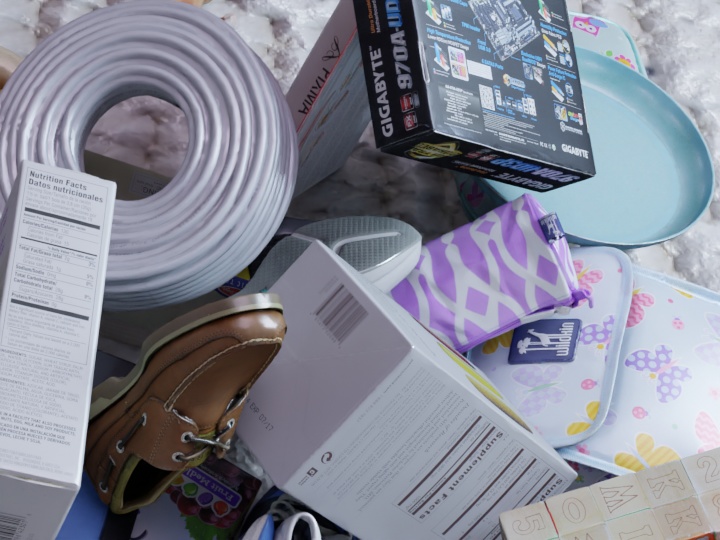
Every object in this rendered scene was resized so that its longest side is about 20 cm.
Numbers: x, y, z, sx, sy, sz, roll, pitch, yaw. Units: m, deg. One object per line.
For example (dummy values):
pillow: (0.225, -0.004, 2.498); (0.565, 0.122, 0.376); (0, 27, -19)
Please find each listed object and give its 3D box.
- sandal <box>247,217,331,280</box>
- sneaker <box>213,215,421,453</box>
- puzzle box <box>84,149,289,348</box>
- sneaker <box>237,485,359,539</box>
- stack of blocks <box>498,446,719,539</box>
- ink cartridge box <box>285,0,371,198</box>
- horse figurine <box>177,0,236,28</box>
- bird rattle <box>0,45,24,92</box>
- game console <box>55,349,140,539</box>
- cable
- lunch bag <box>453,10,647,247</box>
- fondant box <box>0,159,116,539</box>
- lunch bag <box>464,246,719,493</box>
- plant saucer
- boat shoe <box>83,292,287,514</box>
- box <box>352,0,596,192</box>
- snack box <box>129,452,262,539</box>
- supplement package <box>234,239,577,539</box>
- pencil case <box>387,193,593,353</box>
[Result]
sandal: (0.000, 0.000, 1.424); (0.200, 0.076, 0.043); (16, 42, -42)
sneaker: (-0.042, 0.035, 1.317); (0.200, 0.080, 0.070); (-34, 41, -24)
puzzle box: (-0.132, -0.004, 1.424); (0.199, 0.025, 0.133); (18, 48, -7)
sneaker: (-0.033, 0.167, 1.245); (0.080, 0.147, 0.200); (27, 48, 0)
stack of blocks: (0.188, 0.172, 1.280); (0.199, 0.115, 0.059); (-16, 46, -5)
ink cartridge box: (-0.020, -0.126, 1.425); (0.045, 0.200, 0.176); (38, 34, 9)
horse figurine: (-0.142, -0.257, 1.600); (0.132, 0.050, 0.200); (-40, 82, -22)
bird rattle: (-0.275, -0.100, 1.390); (0.163, 0.113, 0.200); (24, 50, -5)
game console: (-0.211, 0.112, 1.226); (0.176, 0.031, 0.201); (19, 50, -6)
cable: (-0.140, -0.073, 1.335); (0.199, 0.069, 0.201); (-6, 72, 10)
lunch bag: (0.147, -0.103, 1.583); (0.160, 0.077, 0.201); (6, 51, -19)
fondant box: (-0.185, 0.063, 1.163); (0.058, 0.144, 0.201); (14, 51, -14)
lunch bag: (0.162, 0.085, 1.402); (0.199, 0.127, 0.170); (21, 54, -1)
plant saucer: (0.149, -0.084, 1.488); (0.199, 0.027, 0.201); (12, 44, -12)
boat shoe: (-0.091, 0.075, 1.166); (0.072, 0.200, 0.068); (-4, 69, -32)
box: (0.072, -0.142, 1.355); (0.200, 0.046, 0.160); (9, 69, -54)
snack box: (-0.179, 0.135, 1.275); (0.200, 0.053, 0.142); (30, 50, 3)
supplement package: (0.018, 0.091, 1.256); (0.200, 0.110, 0.114); (39, 7, -48)
pencil case: (0.050, 0.027, 1.372); (0.199, 0.084, 0.086); (-27, 75, 11)
